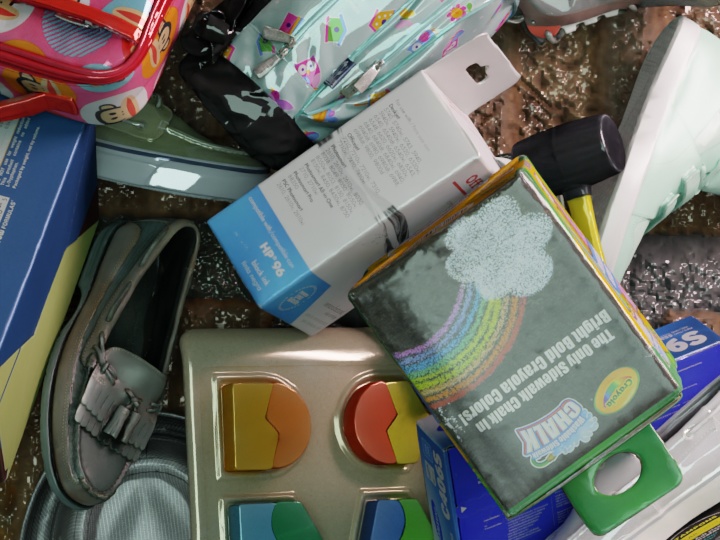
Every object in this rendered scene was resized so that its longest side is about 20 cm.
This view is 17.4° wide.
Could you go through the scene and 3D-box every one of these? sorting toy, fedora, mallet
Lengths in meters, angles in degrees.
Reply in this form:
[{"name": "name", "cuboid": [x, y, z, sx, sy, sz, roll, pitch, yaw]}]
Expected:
[{"name": "sorting toy", "cuboid": [-0.019, 0.132, 1.461, 0.184, 0.036, 0.201, 1, 77, -28]}, {"name": "fedora", "cuboid": [-0.129, 0.190, 1.480, 0.176, 0.090, 0.201, 1, 91, -3]}, {"name": "mallet", "cuboid": [0.135, 0.009, 1.419, 0.066, 0.041, 0.201, -9, 85, 26]}]

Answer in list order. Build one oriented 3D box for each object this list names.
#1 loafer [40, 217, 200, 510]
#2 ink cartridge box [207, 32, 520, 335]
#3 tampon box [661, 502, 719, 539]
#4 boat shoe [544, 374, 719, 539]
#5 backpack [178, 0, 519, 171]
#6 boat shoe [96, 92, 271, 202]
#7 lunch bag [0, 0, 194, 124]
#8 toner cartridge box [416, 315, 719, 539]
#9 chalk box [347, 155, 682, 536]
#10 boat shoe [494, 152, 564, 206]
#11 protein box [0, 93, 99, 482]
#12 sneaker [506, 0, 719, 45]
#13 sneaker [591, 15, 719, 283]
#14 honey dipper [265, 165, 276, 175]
[{"name": "loafer", "cuboid": [-0.145, 0.050, 1.442, 0.063, 0.072, 0.201, -15, 51, 32]}, {"name": "ink cartridge box", "cuboid": [0.020, -0.049, 1.420, 0.200, 0.116, 0.068, -35, 73, 7]}, {"name": "tampon box", "cuboid": [0.195, 0.230, 1.444, 0.150, 0.200, 0.126, -34, 94, -3]}, {"name": "boat shoe", "cuboid": [0.167, 0.130, 1.431, 0.200, 0.072, 0.069, -33, 95, 3]}, {"name": "backpack", "cuboid": [-0.004, -0.151, 1.438, 0.200, 0.167, 0.127, -41, 92, 3]}, {"name": "boat shoe", "cuboid": [-0.151, -0.087, 1.484, 0.199, 0.072, 0.062, 13, 92, -1]}, {"name": "lunch bag", "cuboid": [-0.201, -0.170, 1.374, 0.199, 0.082, 0.177, 18, 70, 8]}, {"name": "toner cartridge box", "cuboid": [0.136, 0.107, 1.467, 0.199, 0.043, 0.095, -19, 119, -18]}, {"name": "chalk box", "cuboid": [0.102, 0.052, 1.338, 0.125, 0.124, 0.200, -35, 93, 8]}, {"name": "boat shoe", "cuboid": [0.101, 0.026, 1.503, 0.060, 0.075, 0.201, -7, 104, -46]}, {"name": "protein box", "cuboid": [-0.279, -0.011, 1.395, 0.199, 0.135, 0.199, 14, 58, 4]}, {"name": "sneaker", "cuboid": [0.138, -0.183, 1.508, 0.199, 0.077, 0.082, 12, 104, 4]}, {"name": "sneaker", "cuboid": [0.212, -0.051, 1.488, 0.118, 0.074, 0.201, 28, 74, -9]}, {"name": "honey dipper", "cuboid": [0.000, 0.000, 1.495, 0.038, 0.038, 0.200, -42, 79, -2]}]
